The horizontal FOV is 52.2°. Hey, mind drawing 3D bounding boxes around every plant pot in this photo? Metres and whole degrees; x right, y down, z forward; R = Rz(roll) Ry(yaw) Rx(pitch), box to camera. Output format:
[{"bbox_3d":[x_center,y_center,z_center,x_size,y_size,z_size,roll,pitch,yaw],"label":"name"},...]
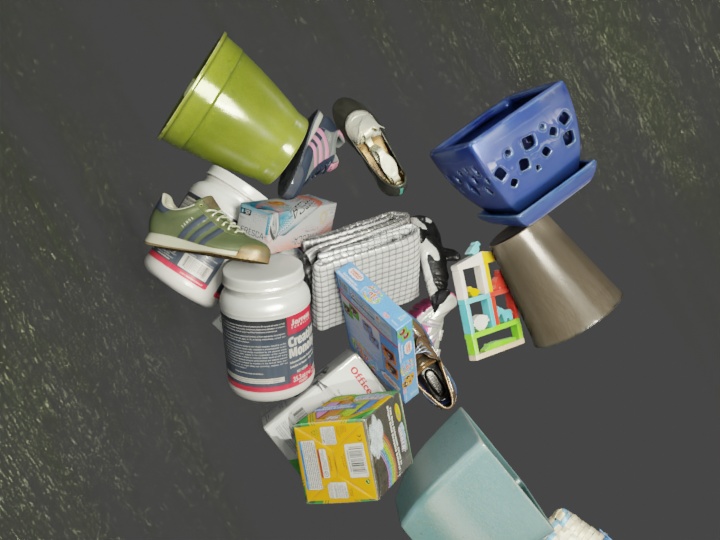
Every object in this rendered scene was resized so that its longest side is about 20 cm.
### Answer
[{"bbox_3d":[0.172,0.393,1.253,0.200,0.196,0.196,-40,96,3],"label":"plant pot"},{"bbox_3d":[0.268,-0.187,1.263,0.199,0.200,0.180,-36,102,-8],"label":"plant pot"},{"bbox_3d":[-0.195,-0.243,1.194,0.192,0.200,0.201,33,85,-19],"label":"plant pot"}]

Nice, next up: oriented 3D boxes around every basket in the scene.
[{"bbox_3d":[0.389,0.532,1.297,0.176,0.139,0.200,-42,66,-7],"label":"basket"},{"bbox_3d":[0.326,0.007,1.290,0.180,0.136,0.201,-34,97,21],"label":"basket"}]

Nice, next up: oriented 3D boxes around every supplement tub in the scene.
[{"bbox_3d":[-0.245,-0.055,1.200,0.140,0.140,0.201,33,85,-8],"label":"supplement tub"},{"bbox_3d":[-0.146,0.088,1.150,0.139,0.140,0.202,-6,111,-9],"label":"supplement tub"}]

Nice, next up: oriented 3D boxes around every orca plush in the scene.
[{"bbox_3d":[0.137,-0.023,1.252,0.070,0.201,0.106,-12,125,2],"label":"orca plush"}]

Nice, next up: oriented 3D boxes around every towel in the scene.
[{"bbox_3d":[0.000,0.000,1.225,0.198,0.086,0.166,-18,138,-16],"label":"towel"}]

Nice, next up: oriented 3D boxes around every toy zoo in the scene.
[{"bbox_3d":[0.226,0.047,1.311,0.130,0.020,0.202,-12,92,-36],"label":"toy zoo"}]

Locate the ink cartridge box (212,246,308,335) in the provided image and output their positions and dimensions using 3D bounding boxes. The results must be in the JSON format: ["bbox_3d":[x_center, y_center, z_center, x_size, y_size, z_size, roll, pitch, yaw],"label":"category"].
[{"bbox_3d":[-0.152,0.051,1.267,0.200,0.039,0.099,-45,97,-5],"label":"ink cartridge box"}]

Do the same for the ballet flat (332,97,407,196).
[{"bbox_3d":[0.024,-0.221,1.280,0.068,0.068,0.201,-37,95,-7],"label":"ballet flat"}]

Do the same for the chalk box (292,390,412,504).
[{"bbox_3d":[-0.001,0.266,1.148,0.123,0.200,0.126,-10,92,23],"label":"chalk box"}]

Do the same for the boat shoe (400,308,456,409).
[{"bbox_3d":[0.100,0.144,1.219,0.072,0.072,0.200,-39,97,0],"label":"boat shoe"}]

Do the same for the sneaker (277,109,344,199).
[{"bbox_3d":[-0.075,-0.182,1.227,0.082,0.070,0.201,36,51,-22],"label":"sneaker"}]

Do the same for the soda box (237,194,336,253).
[{"bbox_3d":[-0.116,-0.078,1.189,0.063,0.200,0.069,19,108,23],"label":"soda box"}]

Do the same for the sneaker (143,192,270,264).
[{"bbox_3d":[-0.224,-0.067,1.091,0.198,0.067,0.091,9,85,13],"label":"sneaker"}]

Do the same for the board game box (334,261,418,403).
[{"bbox_3d":[0.028,0.101,1.160,0.036,0.201,0.151,-33,53,-20],"label":"board game box"}]

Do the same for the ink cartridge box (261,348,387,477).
[{"bbox_3d":[-0.048,0.253,1.261,0.199,0.084,0.146,-38,97,-8],"label":"ink cartridge box"}]

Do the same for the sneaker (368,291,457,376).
[{"bbox_3d":[0.107,0.124,1.295,0.088,0.081,0.200,41,92,-8],"label":"sneaker"}]
